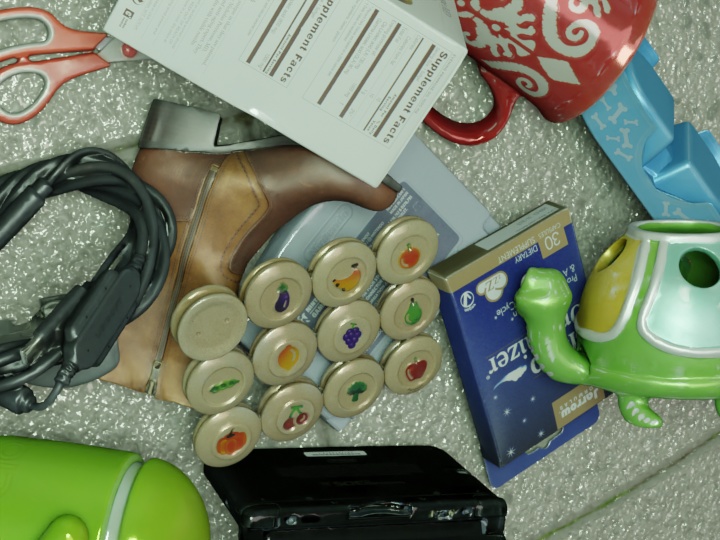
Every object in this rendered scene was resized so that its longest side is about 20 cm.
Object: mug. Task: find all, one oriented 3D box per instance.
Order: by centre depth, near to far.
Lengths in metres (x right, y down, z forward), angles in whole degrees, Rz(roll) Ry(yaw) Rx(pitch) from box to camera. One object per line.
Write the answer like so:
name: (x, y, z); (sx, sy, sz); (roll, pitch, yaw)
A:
mug: (0.085, -0.195, 0.953); (0.198, 0.133, 0.179); (30, 83, -20)

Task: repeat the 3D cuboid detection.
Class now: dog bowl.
dog bowl: (0.230, -0.098, 1.041); (0.049, 0.112, 0.200); (-29, 114, 29)

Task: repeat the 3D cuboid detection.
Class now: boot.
boot: (-0.080, 0.002, 0.919); (0.185, 0.068, 0.203); (13, 92, -6)

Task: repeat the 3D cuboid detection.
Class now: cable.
cable: (-0.206, -0.001, 0.852); (0.051, 0.161, 0.201); (75, 32, -47)

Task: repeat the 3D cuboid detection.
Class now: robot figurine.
robot figurine: (-0.187, 0.171, 0.872); (0.197, 0.175, 0.118); (7, 84, 6)

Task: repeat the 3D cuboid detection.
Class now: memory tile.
memory tile: (-0.030, 0.050, 0.925); (0.198, 0.017, 0.155); (-19, 128, -21)

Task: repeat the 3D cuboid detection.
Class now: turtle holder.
turtle holder: (0.214, 0.032, 0.997); (0.183, 0.141, 0.134); (5, 104, 20)

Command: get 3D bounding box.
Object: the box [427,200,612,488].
box: (0.130, 0.064, 1.038); (0.120, 0.032, 0.202); (-29, 117, -22)

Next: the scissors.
scissors: (-0.169, -0.155, 0.911); (0.197, 0.014, 0.074); (-19, 102, -18)

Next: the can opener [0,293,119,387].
can opener: (-0.256, 0.063, 0.873); (0.197, 0.053, 0.068); (-12, 116, -11)

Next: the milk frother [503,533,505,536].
milk frother: (0.095, 0.300, 0.990); (0.181, 0.188, 0.200); (-47, 111, -11)

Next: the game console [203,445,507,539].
game console: (-0.002, 0.207, 0.949); (0.197, 0.176, 0.118); (2, 103, -23)

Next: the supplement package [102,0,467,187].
supplement package: (-0.045, -0.164, 0.854); (0.198, 0.114, 0.110); (28, 115, -17)

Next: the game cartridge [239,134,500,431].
game cartridge: (0.000, 0.000, 0.993); (0.133, 0.041, 0.201); (44, 80, -25)
